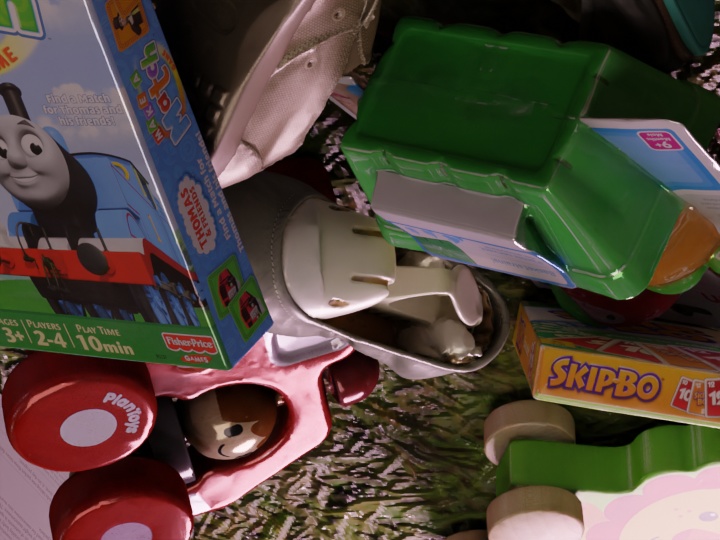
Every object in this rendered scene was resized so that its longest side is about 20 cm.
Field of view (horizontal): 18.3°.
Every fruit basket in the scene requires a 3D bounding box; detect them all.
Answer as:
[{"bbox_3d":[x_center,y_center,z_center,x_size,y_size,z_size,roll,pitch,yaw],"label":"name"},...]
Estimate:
[{"bbox_3d":[0.090,-0.015,0.886,0.185,0.094,0.200,15,157,41],"label":"fruit basket"}]

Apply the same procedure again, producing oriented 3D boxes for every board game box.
[{"bbox_3d":[-0.129,-0.058,0.820,0.151,0.037,0.201,4,126,35],"label":"board game box"},{"bbox_3d":[0.116,0.038,0.950,0.095,0.030,0.200,9,-178,1],"label":"board game box"}]

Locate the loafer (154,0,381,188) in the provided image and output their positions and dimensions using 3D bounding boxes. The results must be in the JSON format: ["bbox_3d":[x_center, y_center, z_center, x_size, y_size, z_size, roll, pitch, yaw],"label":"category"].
[{"bbox_3d":[-0.023,-0.114,0.822,0.067,0.076,0.200,-7,140,-52],"label":"loafer"}]

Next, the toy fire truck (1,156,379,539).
[{"bbox_3d":[-0.076,0.044,1.027,0.167,0.112,0.201,-16,137,-3],"label":"toy fire truck"}]

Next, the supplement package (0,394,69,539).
[{"bbox_3d":[-0.257,0.155,1.118,0.146,0.201,0.191,-11,137,24],"label":"supplement package"}]

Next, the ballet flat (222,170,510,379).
[{"bbox_3d":[0.000,0.000,0.936,0.063,0.068,0.200,-6,163,32],"label":"ballet flat"}]

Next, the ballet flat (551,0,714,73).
[{"bbox_3d":[0.076,-0.141,0.787,0.068,0.068,0.200,2,142,21],"label":"ballet flat"}]

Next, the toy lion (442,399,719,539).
[{"bbox_3d":[0.146,0.137,1.130,0.191,0.069,0.200,6,143,-8],"label":"toy lion"}]
